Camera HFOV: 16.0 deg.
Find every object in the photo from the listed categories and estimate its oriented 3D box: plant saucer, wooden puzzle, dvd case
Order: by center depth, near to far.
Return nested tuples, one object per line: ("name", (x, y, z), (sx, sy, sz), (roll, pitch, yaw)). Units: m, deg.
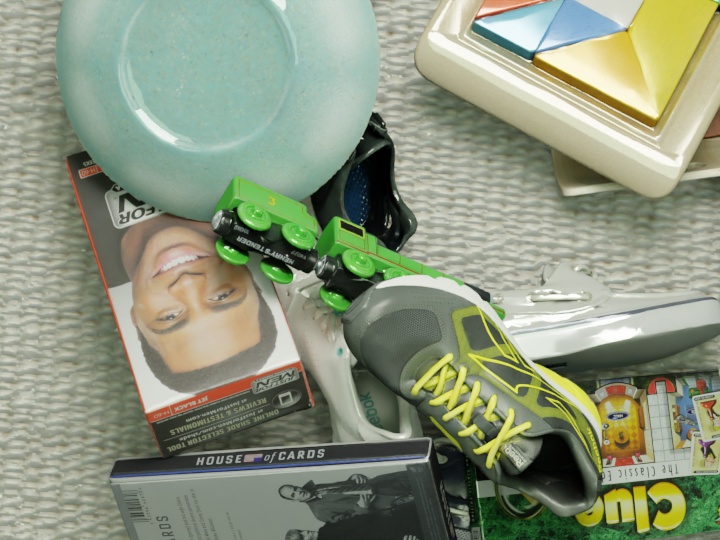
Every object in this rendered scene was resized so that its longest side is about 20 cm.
("plant saucer", (-0.089, -0.125, 1.531), (0.200, 0.039, 0.202), (2, 101, 8))
("dvd case", (-0.041, 0.169, 1.577), (0.199, 0.025, 0.151), (-4, 129, 13))
("wooden puzzle", (0.157, -0.171, 1.604), (0.185, 0.037, 0.201), (29, 81, 5))

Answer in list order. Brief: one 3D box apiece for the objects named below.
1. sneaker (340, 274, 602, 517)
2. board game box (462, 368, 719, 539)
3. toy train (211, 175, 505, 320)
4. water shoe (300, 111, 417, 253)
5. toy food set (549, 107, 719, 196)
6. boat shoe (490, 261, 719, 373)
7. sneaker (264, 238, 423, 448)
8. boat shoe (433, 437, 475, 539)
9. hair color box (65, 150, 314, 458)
("sneaker", (0.076, 0.074, 1.510), (0.200, 0.085, 0.075), (32, 111, -25))
("board game box", (0.160, 0.120, 1.618), (0.199, 0.023, 0.105), (-5, 87, -20))
("toy train", (0.000, 0.000, 1.543), (0.199, 0.056, 0.042), (24, 121, -18))
("water shoe", (-0.012, -0.099, 1.589), (0.071, 0.079, 0.201), (-38, 126, -26))
("toy food set", (0.184, -0.154, 1.643), (0.143, 0.060, 0.201), (-8, 88, -1))
("boat shoe", (0.129, 0.028, 1.626), (0.199, 0.072, 0.066), (-10, 74, 4))
("sneaker", (-0.010, 0.040, 1.593), (0.075, 0.089, 0.200), (-23, 65, -16))
("boat shoe", (0.034, 0.139, 1.629), (0.199, 0.075, 0.093), (22, 80, -8))
("hair color box", (-0.107, 0.006, 1.583), (0.101, 0.061, 0.201), (-19, 57, -4))
